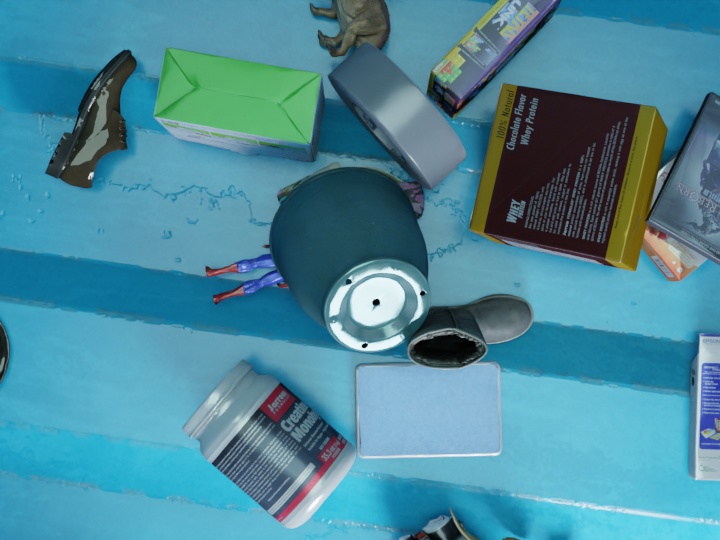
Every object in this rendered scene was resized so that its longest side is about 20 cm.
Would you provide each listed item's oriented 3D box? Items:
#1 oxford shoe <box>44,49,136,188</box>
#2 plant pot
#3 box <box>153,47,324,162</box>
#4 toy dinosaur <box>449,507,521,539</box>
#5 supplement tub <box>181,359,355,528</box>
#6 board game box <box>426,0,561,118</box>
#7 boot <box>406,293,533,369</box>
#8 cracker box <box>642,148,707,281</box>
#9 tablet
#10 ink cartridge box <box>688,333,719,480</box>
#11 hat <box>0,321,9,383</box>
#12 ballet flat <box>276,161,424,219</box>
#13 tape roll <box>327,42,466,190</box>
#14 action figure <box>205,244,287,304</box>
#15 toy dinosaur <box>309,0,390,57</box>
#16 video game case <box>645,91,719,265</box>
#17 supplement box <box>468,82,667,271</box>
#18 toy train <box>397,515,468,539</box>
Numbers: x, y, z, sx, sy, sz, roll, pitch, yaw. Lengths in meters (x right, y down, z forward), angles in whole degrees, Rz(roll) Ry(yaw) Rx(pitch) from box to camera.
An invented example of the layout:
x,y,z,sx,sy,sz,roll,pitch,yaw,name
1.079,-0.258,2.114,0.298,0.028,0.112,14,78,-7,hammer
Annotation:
x,y,z,sx,sy,sz,roll,pitch,yaw,name
-0.346,-0.204,1.551,0.084,0.073,0.200,27,93,-15,oxford shoe
0.000,0.000,1.439,0.200,0.188,0.200,-8,122,-12,plant pot
-0.151,-0.209,1.488,0.200,0.176,0.097,10,89,1,box
0.200,0.390,1.522,0.200,0.101,0.058,19,123,-12,toy dinosaur
-0.119,0.227,1.501,0.200,0.140,0.140,41,90,0,supplement tub
0.176,-0.298,1.492,0.057,0.165,0.200,44,91,1,board game box
0.146,0.077,1.470,0.182,0.200,0.073,-11,90,0,boot
0.458,-0.098,1.541,0.200,0.058,0.134,-40,89,-1,cracker box
0.093,0.191,1.564,0.200,0.014,0.130,-1,89,0,tablet
0.499,0.184,1.548,0.099,0.039,0.200,3,91,1,ink cartridge box
-0.580,0.121,1.536,0.200,0.081,0.201,0,90,0,hat
-0.011,-0.109,1.548,0.200,0.069,0.071,6,71,-3,ballet flat
0.048,-0.198,1.475,0.066,0.200,0.200,-43,89,0,tape roll
-0.107,-0.006,1.550,0.200,0.052,0.065,-14,95,-5,action figure
0.005,-0.356,1.539,0.135,0.086,0.200,-16,95,-7,toy dinosaur
0.474,-0.114,1.489,0.143,0.019,0.200,30,77,-4,video game case
0.270,-0.119,1.476,0.200,0.133,0.197,13,90,22,supplement box
0.129,0.428,1.532,0.114,0.085,0.200,-33,86,-13,toy train
